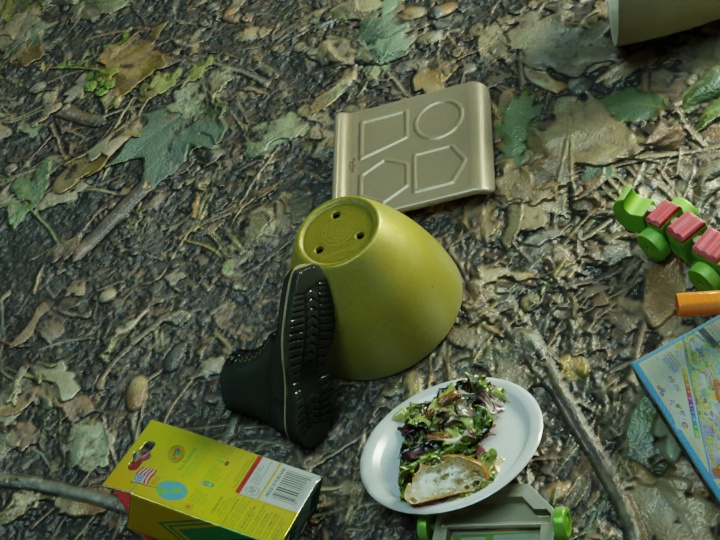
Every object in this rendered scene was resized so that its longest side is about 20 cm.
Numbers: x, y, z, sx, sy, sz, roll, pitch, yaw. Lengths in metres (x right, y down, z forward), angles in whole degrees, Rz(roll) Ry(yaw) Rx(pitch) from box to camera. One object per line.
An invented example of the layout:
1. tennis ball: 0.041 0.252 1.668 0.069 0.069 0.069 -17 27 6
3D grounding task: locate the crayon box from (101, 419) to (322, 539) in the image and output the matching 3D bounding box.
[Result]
1. crayon box: -0.154 0.235 1.677 0.198 0.051 0.127 18 33 12

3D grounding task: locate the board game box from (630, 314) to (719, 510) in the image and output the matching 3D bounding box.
1. board game box: 0.370 0.136 1.587 0.134 0.034 0.201 -28 45 2

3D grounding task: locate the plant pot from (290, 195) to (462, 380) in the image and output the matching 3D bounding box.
1. plant pot: 0.000 0.000 1.811 0.198 0.142 0.201 -13 48 15

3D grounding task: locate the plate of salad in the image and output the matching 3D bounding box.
1. plate of salad: 0.090 0.171 1.665 0.198 0.048 0.201 -17 33 11

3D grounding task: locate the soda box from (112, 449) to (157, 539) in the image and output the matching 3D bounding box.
1. soda box: -0.192 0.282 1.723 0.070 0.064 0.200 -36 45 -7

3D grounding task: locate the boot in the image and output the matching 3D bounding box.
1. boot: -0.103 0.083 1.770 0.138 0.202 0.077 15 18 39

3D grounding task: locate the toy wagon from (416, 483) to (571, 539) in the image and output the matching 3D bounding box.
1. toy wagon: 0.123 0.300 1.569 0.154 0.040 0.201 -5 51 23

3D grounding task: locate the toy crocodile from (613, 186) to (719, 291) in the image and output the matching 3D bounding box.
1. toy crocodile: 0.353 -0.032 1.718 0.067 0.062 0.200 -42 47 -11

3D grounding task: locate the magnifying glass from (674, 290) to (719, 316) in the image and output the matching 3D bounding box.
1. magnifying glass: 0.417 0.029 1.627 0.198 0.022 0.080 -3 49 0

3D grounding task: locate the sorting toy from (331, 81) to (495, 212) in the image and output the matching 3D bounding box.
1. sorting toy: 0.065 -0.140 1.976 0.198 0.037 0.186 -10 49 13

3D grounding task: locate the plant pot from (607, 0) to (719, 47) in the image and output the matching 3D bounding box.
1. plant pot: 0.395 -0.367 1.917 0.198 0.188 0.188 -3 50 6
